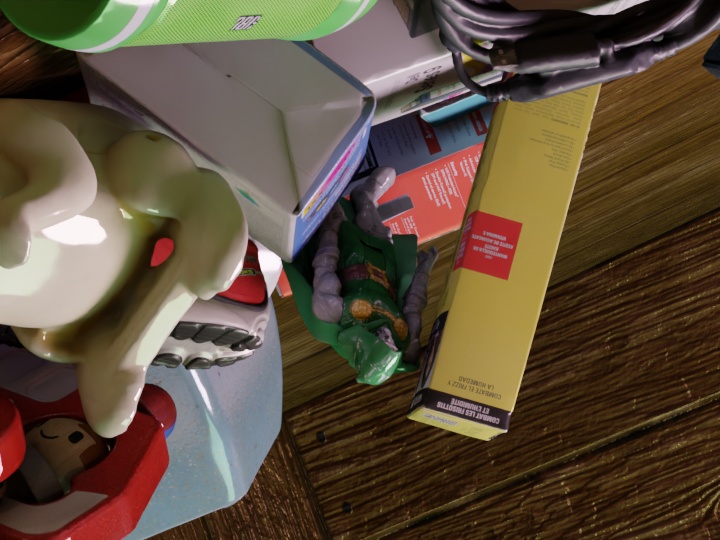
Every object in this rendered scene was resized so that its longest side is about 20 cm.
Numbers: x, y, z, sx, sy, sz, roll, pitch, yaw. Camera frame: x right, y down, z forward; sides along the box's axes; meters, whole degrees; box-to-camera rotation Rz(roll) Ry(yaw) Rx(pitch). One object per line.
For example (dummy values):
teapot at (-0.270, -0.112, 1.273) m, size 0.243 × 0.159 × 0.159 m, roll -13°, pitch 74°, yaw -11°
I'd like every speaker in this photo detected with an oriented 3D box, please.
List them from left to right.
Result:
speaker at (-0.069, -0.139, 1.108) m, size 0.088 × 0.089 × 0.200 m, roll -25°, pitch 172°, yaw 34°

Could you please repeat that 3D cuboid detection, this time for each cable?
cable at (0.127, -0.169, 1.271) m, size 0.199 × 0.164 × 0.051 m, roll -15°, pitch -143°, yaw 0°

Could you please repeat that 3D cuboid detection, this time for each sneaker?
sneaker at (-0.143, -0.005, 1.342) m, size 0.199 × 0.085 × 0.077 m, roll 14°, pitch 148°, yaw -22°

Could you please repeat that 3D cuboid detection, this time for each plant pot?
plant pot at (-0.158, 0.069, 1.726) m, size 0.195 × 0.201 × 0.196 m, roll -22°, pitch -165°, yaw 20°

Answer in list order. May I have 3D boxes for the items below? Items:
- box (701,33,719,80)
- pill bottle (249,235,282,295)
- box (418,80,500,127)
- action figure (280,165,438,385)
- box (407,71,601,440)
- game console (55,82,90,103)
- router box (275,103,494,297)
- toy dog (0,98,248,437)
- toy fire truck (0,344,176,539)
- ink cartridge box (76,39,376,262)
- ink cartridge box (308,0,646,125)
box at (0.275, -0.182, 1.428) m, size 0.200 × 0.051 × 0.158 m, roll -56°, pitch -175°, yaw 5°
pill bottle at (-0.149, -0.025, 1.439) m, size 0.199 × 0.116 × 0.116 m, roll 3°, pitch 161°, yaw -33°
box at (0.115, -0.161, 1.503) m, size 0.199 × 0.083 × 0.049 m, roll -23°, pitch 172°, yaw 9°
action figure at (0.000, 0.000, 1.391) m, size 0.118 × 0.200 × 0.055 m, roll 23°, pitch 118°, yaw -21°
box at (0.076, -0.013, 1.356) m, size 0.050 × 0.201 × 0.075 m, roll 17°, pitch 173°, yaw -2°
game console at (-0.101, -0.102, 1.524) m, size 0.177 × 0.031 × 0.200 m, roll -27°, pitch 171°, yaw 38°
router box at (0.015, -0.076, 1.599) m, size 0.179 × 0.049 × 0.200 m, roll -21°, pitch -155°, yaw 3°
toy dog at (-0.175, -0.043, 1.198) m, size 0.199 × 0.194 × 0.140 m, roll 20°, pitch 131°, yaw -32°
toy fire truck at (-0.184, 0.091, 1.296) m, size 0.199 × 0.113 × 0.168 m, roll 14°, pitch -145°, yaw 38°
ink cartridge box at (-0.068, -0.079, 1.308) m, size 0.076 × 0.136 × 0.200 m, roll -52°, pitch 177°, yaw -9°
ink cartridge box at (0.055, -0.149, 1.391) m, size 0.199 × 0.088 × 0.145 m, roll -18°, pitch 174°, yaw -7°
